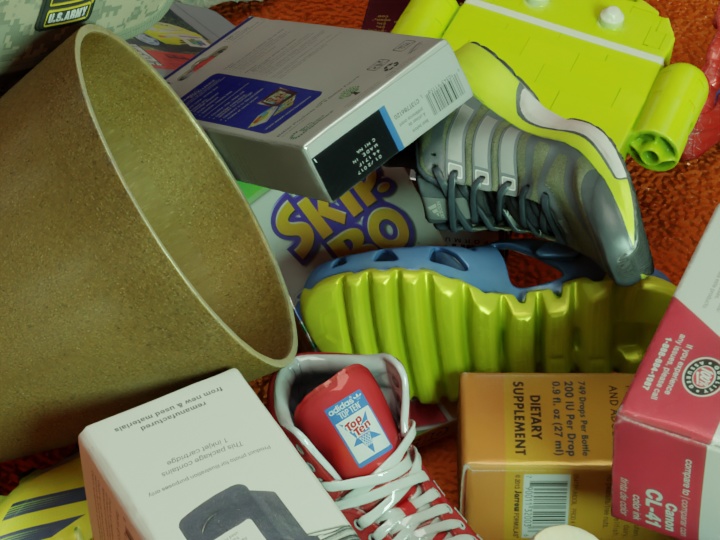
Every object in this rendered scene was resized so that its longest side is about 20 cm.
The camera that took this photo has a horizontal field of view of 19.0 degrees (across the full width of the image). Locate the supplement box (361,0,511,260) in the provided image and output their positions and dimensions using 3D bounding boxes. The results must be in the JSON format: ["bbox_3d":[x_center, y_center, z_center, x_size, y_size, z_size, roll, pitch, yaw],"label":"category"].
[{"bbox_3d":[0.047,-0.098,1.277,0.108,0.061,0.200,5,45,8],"label":"supplement box"}]

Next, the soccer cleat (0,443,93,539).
[{"bbox_3d":[-0.125,0.124,1.047,0.083,0.065,0.200,17,45,27],"label":"soccer cleat"}]

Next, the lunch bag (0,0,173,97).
[{"bbox_3d":[-0.183,-0.149,1.048,0.164,0.200,0.118,-22,88,-46],"label":"lunch bag"}]

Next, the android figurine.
[{"bbox_3d":[0.106,-0.112,1.222,0.182,0.041,0.200,20,49,14],"label":"android figurine"}]

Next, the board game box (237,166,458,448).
[{"bbox_3d":[0.000,0.000,1.149,0.095,0.030,0.200,-21,67,-18],"label":"board game box"}]

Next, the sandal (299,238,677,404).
[{"bbox_3d":[0.068,0.016,1.106,0.199,0.080,0.087,2,32,-5],"label":"sandal"}]

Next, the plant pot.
[{"bbox_3d":[-0.163,0.012,1.035,0.200,0.186,0.187,-30,43,11],"label":"plant pot"}]

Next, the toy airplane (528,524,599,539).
[{"bbox_3d":[0.121,0.227,0.876,0.199,0.141,0.200,34,46,-15],"label":"toy airplane"}]

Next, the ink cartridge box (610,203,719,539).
[{"bbox_3d":[0.231,0.069,0.982,0.199,0.086,0.148,19,50,18],"label":"ink cartridge box"}]

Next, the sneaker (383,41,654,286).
[{"bbox_3d":[0.075,-0.041,1.081,0.081,0.074,0.200,-32,38,-13],"label":"sneaker"}]

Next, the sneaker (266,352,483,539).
[{"bbox_3d":[0.023,0.115,1.014,0.071,0.113,0.200,-34,51,-28],"label":"sneaker"}]

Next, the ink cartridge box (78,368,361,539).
[{"bbox_3d":[-0.041,0.167,0.940,0.084,0.145,0.200,-21,46,-20],"label":"ink cartridge box"}]

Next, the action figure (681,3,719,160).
[{"bbox_3d":[0.240,-0.123,1.290,0.199,0.065,0.099,-14,51,-12],"label":"action figure"}]

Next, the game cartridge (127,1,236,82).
[{"bbox_3d":[-0.131,-0.125,1.265,0.200,0.041,0.133,0,26,-44],"label":"game cartridge"}]

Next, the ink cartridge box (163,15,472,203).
[{"bbox_3d":[-0.037,-0.088,1.128,0.099,0.039,0.200,-38,28,-20],"label":"ink cartridge box"}]

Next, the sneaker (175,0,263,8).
[{"bbox_3d":[-0.122,-0.207,1.396,0.200,0.070,0.099,-30,46,-27],"label":"sneaker"}]

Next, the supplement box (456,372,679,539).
[{"bbox_3d":[0.148,0.092,1.066,0.199,0.069,0.067,1,46,0],"label":"supplement box"}]
